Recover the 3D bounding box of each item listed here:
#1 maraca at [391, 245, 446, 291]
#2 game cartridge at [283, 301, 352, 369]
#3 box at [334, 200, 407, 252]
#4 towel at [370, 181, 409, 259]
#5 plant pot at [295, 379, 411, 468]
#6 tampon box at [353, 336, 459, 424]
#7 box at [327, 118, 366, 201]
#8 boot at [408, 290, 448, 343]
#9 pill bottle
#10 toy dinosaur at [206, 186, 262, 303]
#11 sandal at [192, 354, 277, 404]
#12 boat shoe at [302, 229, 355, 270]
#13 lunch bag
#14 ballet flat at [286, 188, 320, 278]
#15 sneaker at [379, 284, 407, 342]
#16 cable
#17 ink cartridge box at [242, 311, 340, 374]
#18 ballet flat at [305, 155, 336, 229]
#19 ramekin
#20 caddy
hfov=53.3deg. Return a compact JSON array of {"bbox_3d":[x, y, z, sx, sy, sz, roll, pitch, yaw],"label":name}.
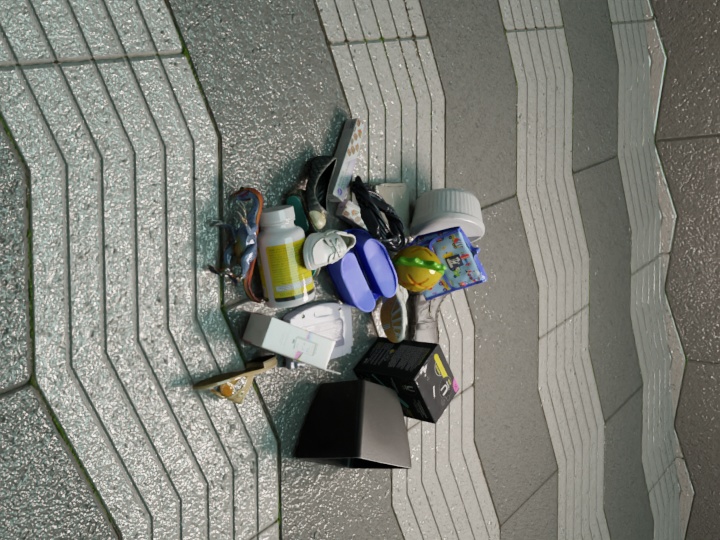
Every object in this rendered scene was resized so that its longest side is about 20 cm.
[{"bbox_3d":[0.138,-0.007,1.722,0.135,0.200,0.109,7,82,-4],"label":"maraca"},{"bbox_3d":[-0.097,0.143,1.657,0.198,0.040,0.136,-9,101,-47],"label":"game cartridge"},{"bbox_3d":[0.027,-0.106,1.744,0.199,0.041,0.039,31,78,-29],"label":"box"},{"bbox_3d":[0.073,-0.124,1.830,0.131,0.034,0.204,-7,98,-45],"label":"towel"},{"bbox_3d":[-0.010,0.357,1.661,0.198,0.198,0.180,26,60,-44],"label":"plant pot"},{"bbox_3d":[0.114,0.266,1.770,0.126,0.198,0.151,-48,124,-34],"label":"tampon box"},{"bbox_3d":[-0.037,-0.261,1.690,0.039,0.041,0.203,32,68,-43],"label":"box"},{"bbox_3d":[0.198,0.115,1.957,0.198,0.069,0.177,-10,100,-36],"label":"boot"},{"bbox_3d":[-0.165,-0.031,1.520,0.111,0.110,0.203,-22,108,-44],"label":"pill bottle"},{"bbox_3d":[-0.239,-0.068,1.458,0.183,0.104,0.201,-61,144,-21],"label":"toy dinosaur"},{"bbox_3d":[-0.245,0.237,1.471,0.210,0.077,0.071,-19,100,-50],"label":"sandal"},{"bbox_3d":[-0.064,-0.052,1.550,0.200,0.068,0.072,-42,127,-64],"label":"boat shoe"},{"bbox_3d":[0.224,-0.027,1.809,0.094,0.199,0.152,-39,105,-42],"label":"lunch bag"},{"bbox_3d":[-0.115,-0.086,1.613,0.075,0.067,0.203,-33,114,-58],"label":"ballet flat"},{"bbox_3d":[0.093,0.082,1.803,0.087,0.075,0.203,14,64,-53],"label":"sneaker"},{"bbox_3d":[0.046,-0.142,1.696,0.162,0.051,0.202,2,54,-61],"label":"cable"},{"bbox_3d":[-0.136,0.155,1.519,0.198,0.116,0.068,25,80,-29],"label":"ink cartridge box"},{"bbox_3d":[-0.087,-0.180,1.589,0.067,0.056,0.203,54,31,-50],"label":"ballet flat"},{"bbox_3d":[0.227,-0.141,1.886,0.201,0.200,0.096,22,64,-45],"label":"ramekin"},{"bbox_3d":[0.000,0.000,1.708,0.140,0.105,0.202,-32,116,-17],"label":"caddy"}]
